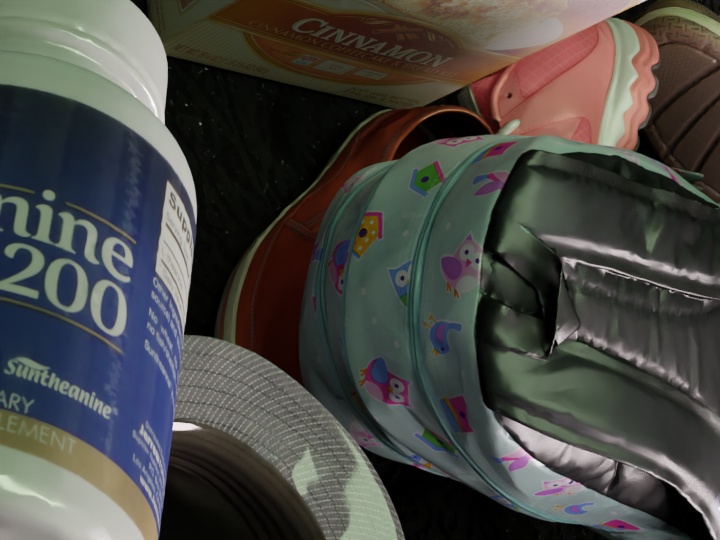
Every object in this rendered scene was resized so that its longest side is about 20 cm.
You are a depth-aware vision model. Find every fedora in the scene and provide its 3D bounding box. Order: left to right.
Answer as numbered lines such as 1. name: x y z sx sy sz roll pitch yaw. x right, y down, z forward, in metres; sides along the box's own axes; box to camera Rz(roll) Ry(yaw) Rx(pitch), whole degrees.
1. fedora: -0.077 0.128 0.729 0.177 0.090 0.201 40 51 -27

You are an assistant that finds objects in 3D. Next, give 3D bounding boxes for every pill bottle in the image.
1. pill bottle: -0.105 0.009 0.640 0.111 0.111 0.201 35 41 -32

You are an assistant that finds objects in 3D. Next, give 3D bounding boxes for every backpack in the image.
1. backpack: 0.076 0.027 0.842 0.199 0.126 0.168 20 70 -45

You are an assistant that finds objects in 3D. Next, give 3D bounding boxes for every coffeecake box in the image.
1. coffeecake box: 0.035 -0.139 0.881 0.153 0.199 0.074 9 66 -44

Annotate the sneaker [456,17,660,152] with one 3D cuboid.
1. sneaker: 0.075 -0.043 0.998 0.086 0.074 0.201 26 50 -21

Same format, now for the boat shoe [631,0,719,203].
1. boat shoe: 0.197 -0.073 1.136 0.202 0.074 0.075 46 31 -32

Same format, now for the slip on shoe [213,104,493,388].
1. slip on shoe: 0.000 0.000 0.891 0.074 0.061 0.200 51 45 -21
